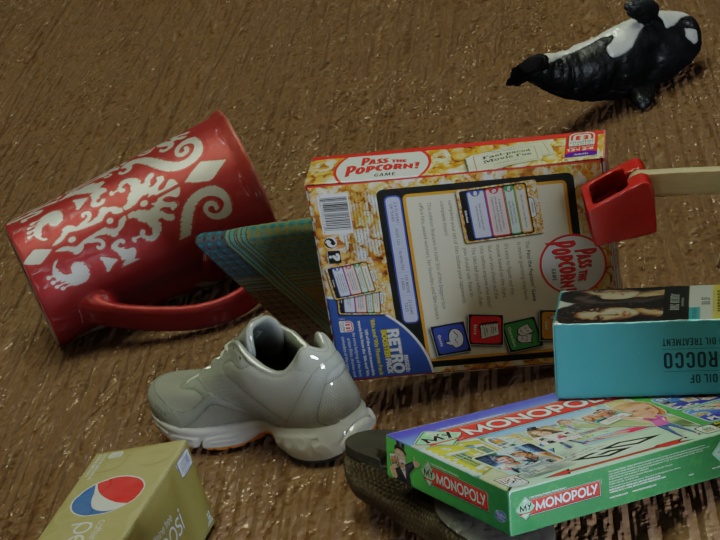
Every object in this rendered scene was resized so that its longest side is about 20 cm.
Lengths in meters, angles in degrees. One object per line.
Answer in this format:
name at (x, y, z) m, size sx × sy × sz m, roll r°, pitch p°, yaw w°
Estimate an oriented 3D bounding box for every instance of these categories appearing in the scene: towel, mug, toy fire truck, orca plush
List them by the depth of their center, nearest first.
toy fire truck at (0.252, -0.017, 1.525) m, size 0.199 × 0.142 × 0.049 m, roll -16°, pitch 20°, yaw 5°
towel at (0.000, 0.000, 1.710) m, size 0.199 × 0.147 × 0.022 m, roll -5°, pitch 57°, yaw 31°
mug at (-0.172, -0.025, 1.919) m, size 0.199 × 0.134 × 0.178 m, roll -24°, pitch 19°, yaw -8°
orca plush at (0.227, -0.174, 2.048) m, size 0.199 × 0.105 × 0.071 m, roll -5°, pitch 48°, yaw -43°

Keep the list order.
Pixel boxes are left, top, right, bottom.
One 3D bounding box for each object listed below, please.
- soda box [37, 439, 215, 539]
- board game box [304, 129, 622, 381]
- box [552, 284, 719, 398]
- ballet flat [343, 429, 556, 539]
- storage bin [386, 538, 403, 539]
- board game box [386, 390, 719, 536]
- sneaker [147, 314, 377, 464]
soda box at (-0.156, 0.182, 1.462) m, size 0.067 × 0.064 × 0.200 m, roll -10°, pitch 21°, yaw 19°
board game box at (0.073, -0.008, 1.594) m, size 0.199 × 0.152 × 0.046 m, roll -4°, pitch 27°, yaw 9°
box at (0.220, 0.041, 1.469) m, size 0.199 × 0.049 × 0.082 m, roll -2°, pitch 14°, yaw 9°
ballet flat at (0.051, 0.146, 1.426) m, size 0.067 × 0.047 × 0.200 m, roll -11°, pitch 20°, yaw -31°
storage bin at (0.019, 0.207, 1.151) m, size 0.134 × 0.094 × 0.200 m, roll -3°, pitch 13°, yaw -24°
board game box at (0.133, 0.104, 1.408) m, size 0.199 × 0.029 × 0.134 m, roll -12°, pitch 17°, yaw -29°
sneaker at (-0.075, 0.071, 1.639) m, size 0.199 × 0.092 × 0.076 m, roll 1°, pitch 27°, yaw 42°
